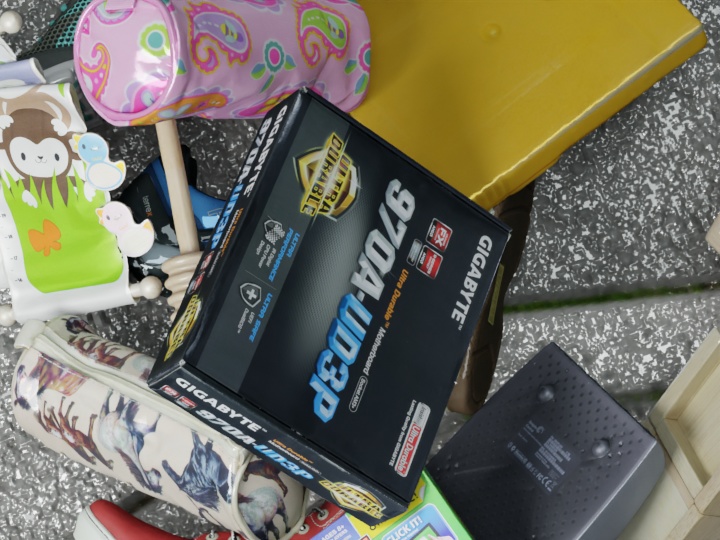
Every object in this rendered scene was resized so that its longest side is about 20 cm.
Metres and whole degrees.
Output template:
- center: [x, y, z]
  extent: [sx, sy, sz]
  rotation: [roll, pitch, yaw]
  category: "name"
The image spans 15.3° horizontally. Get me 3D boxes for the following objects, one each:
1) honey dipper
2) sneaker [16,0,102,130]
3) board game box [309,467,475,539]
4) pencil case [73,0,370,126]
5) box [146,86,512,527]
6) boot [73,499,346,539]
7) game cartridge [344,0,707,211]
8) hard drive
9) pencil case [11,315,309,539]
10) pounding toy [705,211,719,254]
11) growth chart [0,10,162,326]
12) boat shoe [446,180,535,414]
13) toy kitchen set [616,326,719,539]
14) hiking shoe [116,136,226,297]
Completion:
- center: [-0.110, -0.060, 1.586]
  extent: [0.038, 0.038, 0.201]
  rotation: [-10, 84, -5]
  category: "honey dipper"
- center: [-0.157, -0.150, 1.657]
  extent: [0.199, 0.078, 0.092]
  rotation: [-23, 68, -9]
  category: "sneaker"
- center: [-0.008, 0.222, 1.527]
  extent: [0.200, 0.029, 0.135]
  rotation: [-36, 82, 2]
  category: "board game box"
- center: [-0.076, -0.129, 1.563]
  extent: [0.087, 0.200, 0.088]
  rotation: [5, 98, 37]
  category: "pencil case"
- center: [-0.014, 0.020, 1.513]
  extent: [0.159, 0.046, 0.201]
  rotation: [34, 57, -18]
  category: "box"
- center: [-0.062, 0.161, 1.591]
  extent: [0.200, 0.072, 0.145]
  rotation: [33, 91, 16]
  category: "boot"
- center: [0.083, -0.138, 1.645]
  extent: [0.200, 0.032, 0.176]
  rotation: [-37, 58, -5]
  category: "game cartridge"
- center: [0.085, 0.151, 1.593]
  extent: [0.200, 0.135, 0.042]
  rotation: [-47, 130, 2]
  category: "hard drive"
- center: [-0.118, 0.090, 1.570]
  extent: [0.199, 0.090, 0.078]
  rotation: [22, 51, 33]
  category: "pencil case"
- center: [0.340, -0.005, 1.609]
  extent: [0.200, 0.142, 0.184]
  rotation: [-22, 60, -42]
  category: "pounding toy"
- center: [-0.204, -0.059, 1.606]
  extent: [0.144, 0.018, 0.201]
  rotation: [-20, 99, 34]
  category: "growth chart"
- center: [0.055, -0.014, 1.644]
  extent: [0.076, 0.072, 0.201]
  rotation: [8, 69, 22]
  category: "boat shoe"
- center: [0.246, 0.103, 1.647]
  extent: [0.199, 0.181, 0.164]
  rotation: [10, 38, -34]
  category: "toy kitchen set"
- center: [-0.065, 0.002, 1.630]
  extent: [0.200, 0.074, 0.087]
  rotation: [37, 83, 2]
  category: "hiking shoe"
